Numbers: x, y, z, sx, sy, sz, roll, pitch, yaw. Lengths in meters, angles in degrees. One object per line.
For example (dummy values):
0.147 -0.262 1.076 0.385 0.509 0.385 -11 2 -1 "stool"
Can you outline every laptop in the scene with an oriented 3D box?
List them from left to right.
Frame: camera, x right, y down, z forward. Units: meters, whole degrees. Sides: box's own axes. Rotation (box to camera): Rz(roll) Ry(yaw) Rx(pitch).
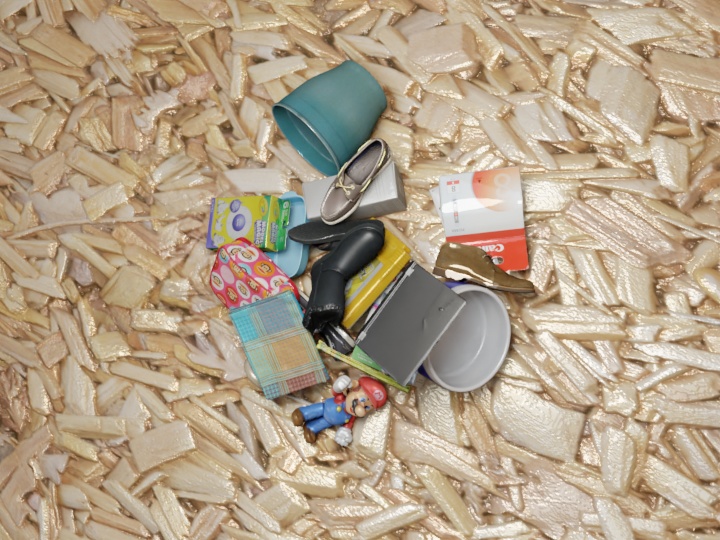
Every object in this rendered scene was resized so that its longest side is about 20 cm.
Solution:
0.088 0.091 1.469 0.116 0.200 0.188 37 93 0 "laptop"

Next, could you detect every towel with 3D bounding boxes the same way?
-0.162 0.149 1.576 0.146 0.022 0.201 -20 99 14 "towel"
0.007 0.189 1.548 0.199 0.086 0.018 26 83 8 "towel"

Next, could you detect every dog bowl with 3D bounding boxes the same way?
0.185 0.123 1.506 0.079 0.199 0.201 17 83 60 "dog bowl"

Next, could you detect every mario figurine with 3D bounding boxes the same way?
-0.038 0.282 1.581 0.199 0.123 0.107 -27 62 13 "mario figurine"

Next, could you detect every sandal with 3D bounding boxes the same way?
-0.049 -0.066 1.612 0.199 0.075 0.048 -2 121 5 "sandal"

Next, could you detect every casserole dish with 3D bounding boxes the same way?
-0.151 -0.068 1.696 0.121 0.039 0.202 -3 77 43 "casserole dish"

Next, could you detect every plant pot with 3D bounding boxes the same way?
-0.050 -0.329 1.663 0.200 0.200 0.188 42 77 18 "plant pot"

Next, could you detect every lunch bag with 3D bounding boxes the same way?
-0.229 0.049 1.665 0.200 0.082 0.177 42 136 17 "lunch bag"

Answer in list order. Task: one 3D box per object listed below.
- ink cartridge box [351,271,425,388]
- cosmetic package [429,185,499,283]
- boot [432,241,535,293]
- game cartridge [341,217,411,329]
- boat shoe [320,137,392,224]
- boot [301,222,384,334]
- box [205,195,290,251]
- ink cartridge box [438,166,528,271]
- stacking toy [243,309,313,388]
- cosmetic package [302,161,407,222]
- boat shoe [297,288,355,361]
0.090 0.114 1.589 0.145 0.087 0.201 22 85 21 "ink cartridge box"
0.212 -0.084 1.613 0.082 0.051 0.201 -22 75 11 "cosmetic package"
0.242 -0.003 1.520 0.199 0.074 0.076 16 88 10 "boot"
0.000 0.000 1.614 0.200 0.032 0.176 -50 35 3 "game cartridge"
-0.015 -0.179 1.576 0.072 0.060 0.200 42 92 17 "boat shoe"
-0.031 0.020 1.537 0.200 0.076 0.169 -35 33 31 "boot"
-0.241 -0.099 1.713 0.199 0.048 0.118 0 80 30 "box"
0.240 -0.097 1.557 0.161 0.050 0.202 -6 75 11 "ink cartridge box"
-0.150 0.152 1.624 0.200 0.085 0.085 -47 71 20 "stacking toy"
-0.011 -0.154 1.657 0.198 0.107 0.091 -9 78 12 "cosmetic package"
-0.097 0.106 1.651 0.200 0.073 0.063 42 89 13 "boat shoe"
